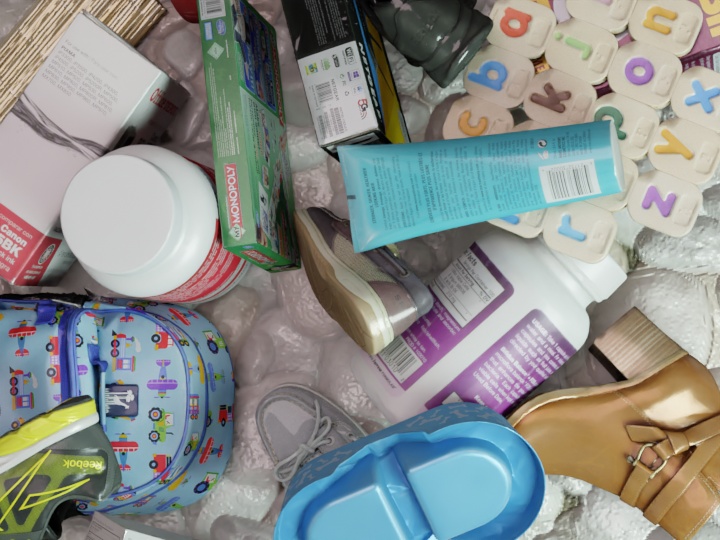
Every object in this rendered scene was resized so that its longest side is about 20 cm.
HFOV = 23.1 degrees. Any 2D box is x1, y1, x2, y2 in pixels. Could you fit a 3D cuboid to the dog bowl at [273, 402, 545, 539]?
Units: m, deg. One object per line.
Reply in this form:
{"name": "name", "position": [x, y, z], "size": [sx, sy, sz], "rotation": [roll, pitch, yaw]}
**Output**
{"name": "dog bowl", "position": [0.032, 0.162, 1.254], "size": [0.199, 0.050, 0.112], "rotation": [-23, 116, 4]}

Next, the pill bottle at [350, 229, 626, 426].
{"name": "pill bottle", "position": [0.098, 0.042, 1.308], "size": [0.200, 0.112, 0.112], "rotation": [-42, 76, 4]}

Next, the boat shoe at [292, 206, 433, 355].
{"name": "boat shoe", "position": [0.000, 0.000, 1.317], "size": [0.064, 0.200, 0.072], "rotation": [-20, 114, -10]}

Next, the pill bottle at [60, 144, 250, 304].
{"name": "pill bottle", "position": [-0.153, -0.034, 1.325], "size": [0.111, 0.200, 0.113], "rotation": [-1, 87, 10]}

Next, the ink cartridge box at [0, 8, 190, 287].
{"name": "ink cartridge box", "position": [-0.229, -0.091, 1.377], "size": [0.083, 0.147, 0.200], "rotation": [35, 92, 3]}

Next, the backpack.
{"name": "backpack", "position": [-0.203, 0.105, 1.357], "size": [0.199, 0.135, 0.184], "rotation": [1, 83, 10]}

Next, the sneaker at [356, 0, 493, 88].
{"name": "sneaker", "position": [0.039, -0.198, 1.309], "size": [0.091, 0.200, 0.076], "rotation": [36, 95, -14]}

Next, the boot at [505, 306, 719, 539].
{"name": "boot", "position": [0.187, 0.145, 1.302], "size": [0.200, 0.077, 0.155], "rotation": [-41, 80, -3]}

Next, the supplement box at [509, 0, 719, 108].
{"name": "supplement box", "position": [0.212, -0.197, 1.320], "size": [0.199, 0.103, 0.132], "rotation": [-20, 78, 9]}

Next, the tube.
{"name": "tube", "position": [0.084, -0.065, 1.240], "size": [0.199, 0.050, 0.078], "rotation": [-8, 93, 14]}

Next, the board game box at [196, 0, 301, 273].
{"name": "board game box", "position": [-0.085, -0.107, 1.357], "size": [0.029, 0.135, 0.201], "rotation": [-9, 80, 10]}

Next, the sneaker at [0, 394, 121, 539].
{"name": "sneaker", "position": [-0.260, 0.170, 1.256], "size": [0.199, 0.074, 0.085], "rotation": [-32, 88, 9]}

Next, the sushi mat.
{"name": "sushi mat", "position": [-0.257, -0.175, 1.468], "size": [0.096, 0.012, 0.200], "rotation": [42, 93, 15]}

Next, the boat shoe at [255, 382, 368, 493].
{"name": "boat shoe", "position": [-0.013, 0.170, 1.338], "size": [0.074, 0.065, 0.202], "rotation": [-35, 77, 6]}

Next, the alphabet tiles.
{"name": "alphabet tiles", "position": [0.166, -0.111, 1.258], "size": [0.195, 0.015, 0.201], "rotation": [22, 88, 15]}

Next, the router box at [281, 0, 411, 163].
{"name": "router box", "position": [-0.017, -0.179, 1.344], "size": [0.051, 0.149, 0.201], "rotation": [-17, 79, 10]}

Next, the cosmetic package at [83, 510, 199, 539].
{"name": "cosmetic package", "position": [-0.120, 0.241, 1.291], "size": [0.051, 0.199, 0.083], "rotation": [20, 87, 50]}

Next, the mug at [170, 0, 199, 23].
{"name": "mug", "position": [-0.131, -0.303, 1.361], "size": [0.133, 0.200, 0.178], "rotation": [-33, 76, 6]}
